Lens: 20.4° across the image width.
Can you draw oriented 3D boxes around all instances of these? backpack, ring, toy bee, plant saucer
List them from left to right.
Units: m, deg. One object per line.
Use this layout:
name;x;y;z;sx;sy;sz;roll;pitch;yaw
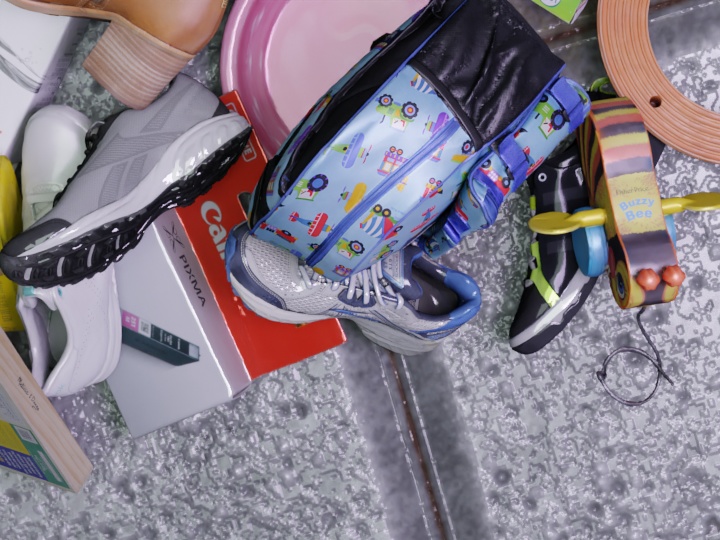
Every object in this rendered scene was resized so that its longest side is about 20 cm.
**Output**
plant saucer;0.001;-0.145;1.419;0.198;0.051;0.203;0;95;4
backpack;0.027;-0.072;1.285;0.135;0.182;0.200;44;69;-4
toy bee;0.190;-0.020;1.327;0.130;0.109;0.201;-30;92;-8
ring;0.263;-0.169;1.395;0.198;0.019;0.203;0;80;-3

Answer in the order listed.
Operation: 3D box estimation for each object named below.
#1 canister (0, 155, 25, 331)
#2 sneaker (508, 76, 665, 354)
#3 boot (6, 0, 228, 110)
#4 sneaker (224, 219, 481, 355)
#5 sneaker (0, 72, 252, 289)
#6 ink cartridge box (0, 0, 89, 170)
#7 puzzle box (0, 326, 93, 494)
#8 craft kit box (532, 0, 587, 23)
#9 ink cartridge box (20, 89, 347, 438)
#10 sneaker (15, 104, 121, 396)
canister;-0.336;-0.012;1.409;0.198;0.149;0.087;-4;50;1
sneaker;0.140;-0.040;1.413;0.082;0.072;0.201;28;86;-4
boot;-0.164;-0.225;1.326;0.200;0.074;0.155;41;106;7
sneaker;0.000;0.000;1.373;0.199;0.085;0.078;15;68;-34
sneaker;-0.167;-0.059;1.346;0.200;0.074;0.079;-39;80;-26
ink cartridge box;-0.273;-0.153;1.427;0.115;0.068;0.201;27;97;1
puzzle box;-0.275;0.074;1.380;0.132;0.201;0.026;14;57;29
craft kit box;0.107;-0.301;1.350;0.199;0.049;0.198;33;123;5
ink cartridge box;-0.126;-0.003;1.421;0.172;0.044;0.202;-23;94;25
sneaker;-0.208;-0.010;1.379;0.074;0.088;0.202;0;102;23
